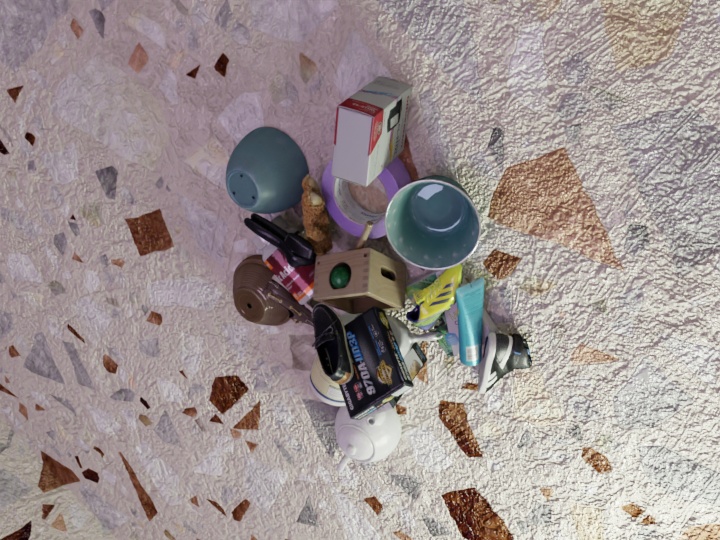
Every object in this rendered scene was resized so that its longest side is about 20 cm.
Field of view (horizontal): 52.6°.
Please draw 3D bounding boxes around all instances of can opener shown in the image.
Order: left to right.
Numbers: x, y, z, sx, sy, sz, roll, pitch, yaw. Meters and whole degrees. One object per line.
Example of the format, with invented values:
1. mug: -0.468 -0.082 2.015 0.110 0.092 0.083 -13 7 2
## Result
1. can opener: -0.182 -0.074 1.680 0.198 0.063 0.080 33 119 20

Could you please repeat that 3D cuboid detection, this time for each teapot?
1. teapot: 0.004 0.433 1.915 0.194 0.146 0.203 -4 116 34

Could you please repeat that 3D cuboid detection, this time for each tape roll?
1. tape roll: 0.013 -0.175 1.602 0.197 0.066 0.204 15 123 24

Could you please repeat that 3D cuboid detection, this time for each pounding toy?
1. pounding toy: 0.000 0.000 1.635 0.181 0.199 0.145 -8 70 34

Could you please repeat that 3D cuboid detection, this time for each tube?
1. tube: 0.240 0.114 1.588 0.050 0.077 0.203 32 137 45

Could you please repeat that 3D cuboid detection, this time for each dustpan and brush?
1. dustpan and brush: 0.091 0.160 1.689 0.196 0.057 0.143 -10 75 21

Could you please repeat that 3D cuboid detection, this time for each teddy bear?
1. teddy bear: -0.110 -0.120 1.661 0.201 0.065 0.147 88 166 -63

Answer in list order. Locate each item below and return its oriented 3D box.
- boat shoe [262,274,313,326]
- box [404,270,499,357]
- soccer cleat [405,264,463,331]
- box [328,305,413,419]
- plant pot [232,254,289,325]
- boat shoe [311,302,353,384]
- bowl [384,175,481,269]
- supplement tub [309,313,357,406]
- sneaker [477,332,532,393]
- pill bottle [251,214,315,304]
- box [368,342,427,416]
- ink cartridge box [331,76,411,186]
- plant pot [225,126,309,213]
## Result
1. boat shoe: -0.163 0.097 1.842 0.200 0.060 0.072 45 169 -22
2. box: 0.205 0.091 1.658 0.143 0.036 0.202 -29 98 40
3. soccer cleat: 0.161 0.056 1.595 0.082 0.065 0.202 22 131 -5
4. box: 0.015 0.206 1.631 0.158 0.046 0.203 -34 59 22
5. plant pot: -0.266 0.069 1.904 0.198 0.093 0.204 15 123 24
6. boat shoe: -0.071 0.159 1.638 0.074 0.062 0.203 -33 58 24
7. bowl: 0.154 -0.115 1.507 0.197 0.106 0.204 7 122 11
8. supplement tub: -0.041 0.223 1.819 0.144 0.145 0.202 31 129 12
9. sneaker: 0.327 0.219 1.636 0.109 0.074 0.202 4 140 2
10. pill bottle: -0.166 -0.027 1.769 0.201 0.114 0.114 49 131 -3
11. box: 0.067 0.259 1.737 0.116 0.200 0.061 -27 102 41
12. ink cartridge box: 0.024 -0.280 1.445 0.081 0.200 0.148 18 126 18
13. plant pot: -0.236 -0.214 1.689 0.197 0.135 0.204 15 124 23
